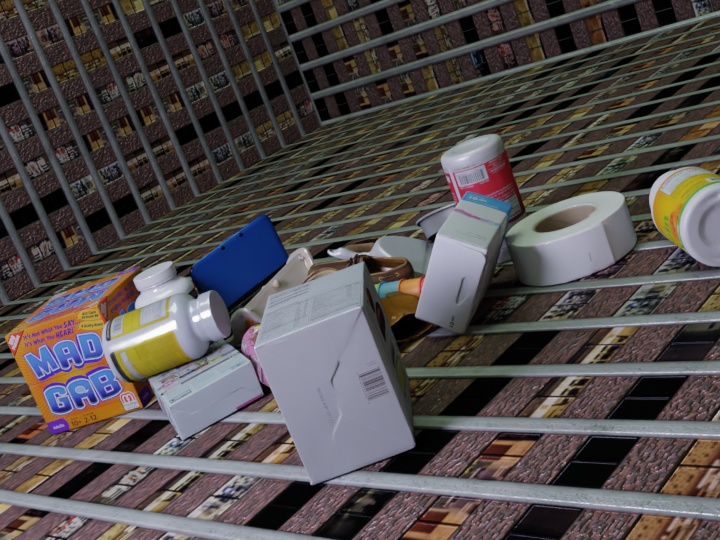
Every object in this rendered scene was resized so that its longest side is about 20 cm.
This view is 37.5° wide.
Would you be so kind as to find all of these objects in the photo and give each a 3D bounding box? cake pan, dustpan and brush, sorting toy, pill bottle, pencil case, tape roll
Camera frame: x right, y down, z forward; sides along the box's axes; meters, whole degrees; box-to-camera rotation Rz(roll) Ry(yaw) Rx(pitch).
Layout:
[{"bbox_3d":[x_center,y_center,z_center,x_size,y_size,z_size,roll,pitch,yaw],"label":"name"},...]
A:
[{"bbox_3d":[0.201,-0.099,1.965,0.197,0.037,0.200,-16,-7,-2],"label":"cake pan"},{"bbox_3d":[0.039,-0.026,1.942,0.197,0.058,0.140,18,27,0],"label":"dustpan and brush"},{"bbox_3d":[-0.170,0.080,1.917,0.179,0.107,0.200,-29,13,45],"label":"sorting toy"},{"bbox_3d":[0.219,-0.120,1.814,0.110,0.203,0.112,-20,15,6],"label":"pill bottle"},{"bbox_3d":[-0.130,0.137,1.672,0.081,0.088,0.200,-3,10,-18],"label":"pencil case"},{"bbox_3d":[-0.328,0.092,1.883,0.111,0.203,0.113,-20,15,5],"label":"pill bottle"},{"bbox_3d":[-0.320,0.105,1.759,0.197,0.114,0.112,-20,15,12],"label":"pill bottle"},{"bbox_3d":[0.474,-0.083,1.487,0.109,0.113,0.200,-21,15,4],"label":"pill bottle"},{"bbox_3d":[0.331,-0.051,1.667,0.199,0.072,0.203,-21,15,6],"label":"tape roll"}]

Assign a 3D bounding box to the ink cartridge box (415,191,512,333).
[{"bbox_3d":[0.160,-0.016,1.621,0.083,0.147,0.200,18,27,11],"label":"ink cartridge box"}]

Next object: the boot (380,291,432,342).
[{"bbox_3d":[0.011,0.088,1.654,0.198,0.072,0.144,-22,15,-9],"label":"boot"}]

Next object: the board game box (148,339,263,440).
[{"bbox_3d":[-0.253,0.187,1.713,0.146,0.065,0.200,-27,16,-15],"label":"board game box"}]

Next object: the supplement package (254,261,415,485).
[{"bbox_3d":[-0.028,0.123,1.350,0.145,0.194,0.200,-20,15,6],"label":"supplement package"}]

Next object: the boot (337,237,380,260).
[{"bbox_3d":[-0.020,-0.018,2.062,0.198,0.076,0.074,-12,20,39],"label":"boot"}]

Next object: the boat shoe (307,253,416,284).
[{"bbox_3d":[0.000,0.000,1.855,0.196,0.068,0.073,2,44,14],"label":"boat shoe"}]

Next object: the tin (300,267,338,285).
[{"bbox_3d":[-0.035,0.078,1.629,0.112,0.042,0.200,-50,44,11],"label":"tin"}]

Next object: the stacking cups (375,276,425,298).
[{"bbox_3d":[0.055,0.045,1.773,0.197,0.061,0.060,-10,19,32],"label":"stacking cups"}]

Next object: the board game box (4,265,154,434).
[{"bbox_3d":[-0.480,0.143,1.932,0.197,0.203,0.200,-17,15,17],"label":"board game box"}]

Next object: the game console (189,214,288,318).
[{"bbox_3d":[-0.233,0.018,2.018,0.199,0.119,0.171,-38,-6,-28],"label":"game console"}]
